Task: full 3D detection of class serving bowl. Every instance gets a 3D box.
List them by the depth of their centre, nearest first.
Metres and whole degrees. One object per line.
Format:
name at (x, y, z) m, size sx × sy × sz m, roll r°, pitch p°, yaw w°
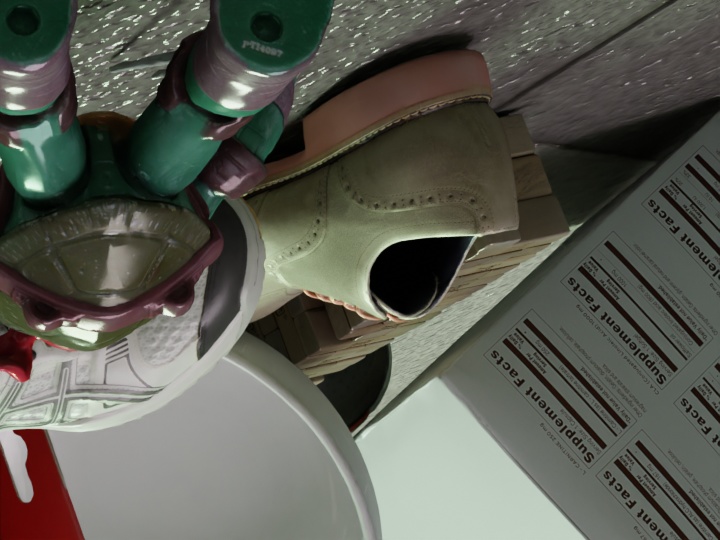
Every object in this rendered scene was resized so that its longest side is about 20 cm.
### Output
serving bowl at (-0.081, 0.096, 1.232) m, size 0.199 × 0.201 × 0.066 m, roll -26°, pitch -163°, yaw 26°

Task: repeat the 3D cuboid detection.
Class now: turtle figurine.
turtle figurine at (-0.074, -0.031, 0.825) m, size 0.149 × 0.101 × 0.200 m, roll -17°, pitch 163°, yaw -21°

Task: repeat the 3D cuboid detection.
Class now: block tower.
block tower at (0.000, 0.000, 1.216) m, size 0.058 × 0.054 × 0.200 m, roll -12°, pitch 167°, yaw -42°

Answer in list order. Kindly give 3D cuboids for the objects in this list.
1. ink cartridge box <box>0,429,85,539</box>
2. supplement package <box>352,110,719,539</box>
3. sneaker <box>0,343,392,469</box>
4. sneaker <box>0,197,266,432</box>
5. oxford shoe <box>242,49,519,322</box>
ink cartridge box at (-0.206, 0.102, 1.152) m, size 0.199 × 0.117 × 0.067 m, roll -29°, pitch 166°, yaw 32°
supplement package at (0.115, 0.064, 1.336) m, size 0.200 × 0.147 × 0.191 m, roll -42°, pitch 179°, yaw -26°
sneaker at (-0.073, 0.057, 1.312) m, size 0.199 × 0.077 × 0.082 m, roll -18°, pitch 163°, yaw -18°
sneaker at (-0.128, 0.026, 1.038) m, size 0.199 × 0.076 × 0.088 m, roll -24°, pitch 169°, yaw 12°
oxford shoe at (-0.010, -0.009, 1.094) m, size 0.070 × 0.074 × 0.200 m, roll -14°, pitch 167°, yaw -31°
